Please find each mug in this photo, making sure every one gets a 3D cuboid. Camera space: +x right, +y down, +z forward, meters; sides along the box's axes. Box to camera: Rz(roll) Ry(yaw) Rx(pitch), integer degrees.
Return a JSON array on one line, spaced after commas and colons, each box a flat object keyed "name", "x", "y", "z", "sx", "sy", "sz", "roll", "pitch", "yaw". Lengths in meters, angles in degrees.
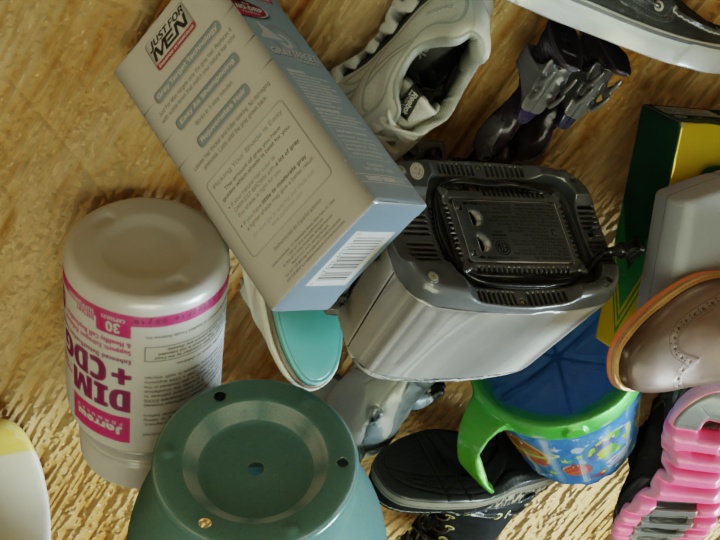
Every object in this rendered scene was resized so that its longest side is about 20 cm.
[{"name": "mug", "x": -0.340, "y": 0.181, "z": 1.092, "sx": 0.153, "sy": 0.187, "sz": 0.149, "roll": -8, "pitch": 163, "yaw": 9}]

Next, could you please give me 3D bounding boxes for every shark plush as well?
[{"name": "shark plush", "x": 0.027, "y": 0.089, "z": 1.089, "sx": 0.083, "sy": 0.091, "sz": 0.200, "roll": 6, "pitch": 135, "yaw": -34}]

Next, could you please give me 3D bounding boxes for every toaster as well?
[{"name": "toaster", "x": 0.074, "y": 0.003, "z": 0.934, "sx": 0.200, "sy": 0.114, "sz": 0.129, "roll": -1, "pitch": 150, "yaw": -28}]

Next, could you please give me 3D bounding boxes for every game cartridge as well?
[{"name": "game cartridge", "x": 0.285, "y": -0.006, "z": 0.957, "sx": 0.200, "sy": 0.042, "sz": 0.133, "roll": -2, "pitch": 115, "yaw": -21}]

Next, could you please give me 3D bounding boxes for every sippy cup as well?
[{"name": "sippy cup", "x": 0.161, "y": 0.096, "z": 1.092, "sx": 0.178, "sy": 0.140, "sz": 0.130, "roll": -11, "pitch": 142, "yaw": 11}]

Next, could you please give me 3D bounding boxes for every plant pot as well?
[{"name": "plant pot", "x": -0.071, "y": 0.182, "z": 0.968, "sx": 0.200, "sy": 0.200, "sz": 0.188, "roll": -3, "pitch": 140, "yaw": -6}]

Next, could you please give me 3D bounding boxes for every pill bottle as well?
[{"name": "pill bottle", "x": -0.154, "y": 0.057, "z": 1.009, "sx": 0.113, "sy": 0.113, "sz": 0.200, "roll": 0, "pitch": 132, "yaw": -9}]

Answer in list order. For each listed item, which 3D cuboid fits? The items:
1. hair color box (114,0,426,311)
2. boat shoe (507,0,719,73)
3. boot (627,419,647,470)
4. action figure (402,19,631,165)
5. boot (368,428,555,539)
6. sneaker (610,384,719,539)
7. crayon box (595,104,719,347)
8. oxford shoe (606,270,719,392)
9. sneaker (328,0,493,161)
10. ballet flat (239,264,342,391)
[{"name": "hair color box", "x": -0.059, "y": -0.082, "z": 0.861, "sx": 0.099, "sy": 0.200, "sz": 0.061, "roll": -46, "pitch": 156, "yaw": 25}, {"name": "boat shoe", "x": 0.166, "y": -0.178, "z": 0.903, "sx": 0.200, "sy": 0.069, "sz": 0.057, "roll": 14, "pitch": 110, "yaw": -25}, {"name": "boot", "x": 0.345, "y": 0.139, "z": 1.175, "sx": 0.158, "sy": 0.079, "sz": 0.211, "roll": 27, "pitch": 134, "yaw": -20}, {"name": "action figure", "x": 0.098, "y": -0.082, "z": 0.971, "sx": 0.130, "sy": 0.069, "sz": 0.200, "roll": 11, "pitch": 132, "yaw": -33}, {"name": "boot", "x": 0.065, "y": 0.202, "z": 1.162, "sx": 0.203, "sy": 0.073, "sz": 0.154, "roll": -2, "pitch": 137, "yaw": -41}, {"name": "sneaker", "x": 0.249, "y": 0.141, "z": 1.113, "sx": 0.079, "sy": 0.095, "sz": 0.200, "roll": 10, "pitch": 129, "yaw": -10}, {"name": "crayon box", "x": 0.280, "y": -0.022, "z": 1.002, "sx": 0.200, "sy": 0.058, "sz": 0.173, "roll": 2, "pitch": 109, "yaw": -22}, {"name": "oxford shoe", "x": 0.254, "y": 0.039, "z": 0.900, "sx": 0.200, "sy": 0.073, "sz": 0.071, "roll": -18, "pitch": 115, "yaw": -14}, {"name": "sneaker", "x": 0.017, "y": -0.108, "z": 0.929, "sx": 0.075, "sy": 0.081, "sz": 0.200, "roll": 23, "pitch": 123, "yaw": -27}, {"name": "ballet flat", "x": -0.061, "y": -0.017, "z": 0.963, "sx": 0.069, "sy": 0.069, "sz": 0.200, "roll": -13, "pitch": 100, "yaw": 2}]
